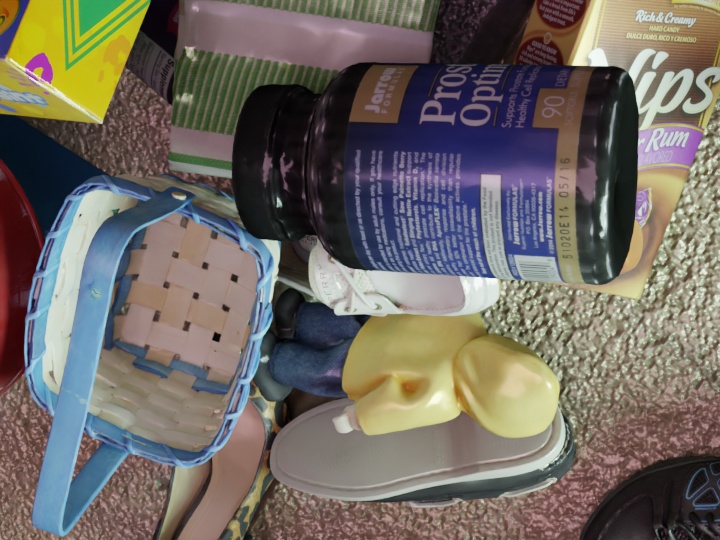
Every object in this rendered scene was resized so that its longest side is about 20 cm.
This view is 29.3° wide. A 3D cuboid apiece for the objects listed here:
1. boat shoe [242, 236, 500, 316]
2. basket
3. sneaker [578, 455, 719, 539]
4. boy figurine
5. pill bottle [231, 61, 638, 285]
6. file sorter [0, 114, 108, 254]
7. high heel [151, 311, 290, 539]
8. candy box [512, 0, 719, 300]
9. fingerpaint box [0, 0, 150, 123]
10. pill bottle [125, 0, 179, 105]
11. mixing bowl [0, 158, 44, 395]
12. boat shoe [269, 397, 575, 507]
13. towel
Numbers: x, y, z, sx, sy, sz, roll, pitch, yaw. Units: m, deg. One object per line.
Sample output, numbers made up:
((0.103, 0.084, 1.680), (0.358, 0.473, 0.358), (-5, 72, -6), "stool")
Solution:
((0.000, 0.000, 0.834), (0.200, 0.069, 0.071), (9, 121, 52), "boat shoe")
((-0.125, 0.037, 0.782), (0.139, 0.200, 0.177), (19, 108, 2), "basket")
((0.221, 0.150, 0.844), (0.200, 0.082, 0.073), (-28, 93, 19), "sneaker")
((0.033, 0.055, 0.866), (0.200, 0.124, 0.065), (7, 138, 25), "boy figurine")
((0.040, -0.053, 0.725), (0.200, 0.112, 0.112), (4, 100, 18), "pill bottle")
((-0.276, -0.038, 0.922), (0.200, 0.139, 0.123), (33, 109, 8), "file sorter")
((-0.099, 0.129, 0.897), (0.071, 0.143, 0.201), (7, 101, 14), "high heel")
((0.141, -0.089, 0.807), (0.116, 0.056, 0.200), (9, 106, -32), "candy box")
((-0.196, -0.174, 0.758), (0.200, 0.073, 0.167), (9, 74, 40), "fingerpaint box")
((-0.104, -0.164, 0.865), (0.200, 0.111, 0.111), (40, 107, 6), "pill bottle")
((-0.297, 0.007, 0.811), (0.200, 0.108, 0.201), (5, 106, 18), "mixing bowl")
((0.041, 0.119, 0.900), (0.200, 0.060, 0.074), (-11, 57, 16), "boat shoe")
((-0.032, -0.142, 0.781), (0.152, 0.023, 0.200), (10, 112, 6), "towel")
